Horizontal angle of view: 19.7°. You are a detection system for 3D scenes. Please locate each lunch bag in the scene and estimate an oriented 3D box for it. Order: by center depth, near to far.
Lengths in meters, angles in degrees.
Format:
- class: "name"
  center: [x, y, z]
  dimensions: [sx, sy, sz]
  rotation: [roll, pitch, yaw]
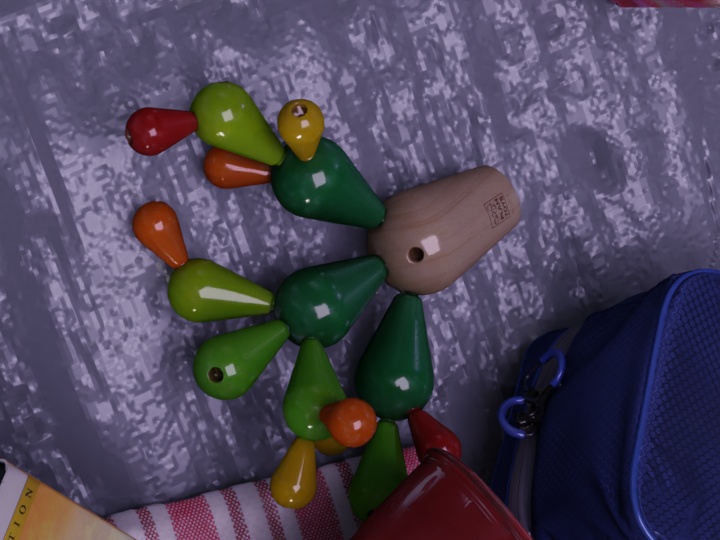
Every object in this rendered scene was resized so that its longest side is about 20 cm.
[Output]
- class: "lunch bag"
  center: [0.148, 0.096, 0.899]
  dimensions: [0.199, 0.132, 0.137]
  rotation: [28, 62, -18]

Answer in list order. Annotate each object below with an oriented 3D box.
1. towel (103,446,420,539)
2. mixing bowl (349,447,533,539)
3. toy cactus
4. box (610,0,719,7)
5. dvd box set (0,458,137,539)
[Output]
- class: "towel"
  center: [-0.032, 0.161, 0.878]
  dimensions: [0.199, 0.030, 0.147]
  rotation: [-12, 83, -21]
- class: "mixing bowl"
  center: [0.035, 0.179, 0.787]
  dimensions: [0.108, 0.200, 0.201]
  rotation: [-30, 107, -11]
- class: "toy cactus"
  center: [0.000, 0.000, 0.858]
  dimensions: [0.165, 0.102, 0.201]
  rotation: [-31, 94, -28]
- class: "box"
  center: [0.156, -0.219, 0.885]
  dimensions: [0.103, 0.095, 0.200]
  rotation: [41, 81, -22]
- class: "dvd box set"
  center: [-0.100, 0.172, 0.760]
  dimensions: [0.200, 0.029, 0.147]
  rotation: [42, 61, -46]
